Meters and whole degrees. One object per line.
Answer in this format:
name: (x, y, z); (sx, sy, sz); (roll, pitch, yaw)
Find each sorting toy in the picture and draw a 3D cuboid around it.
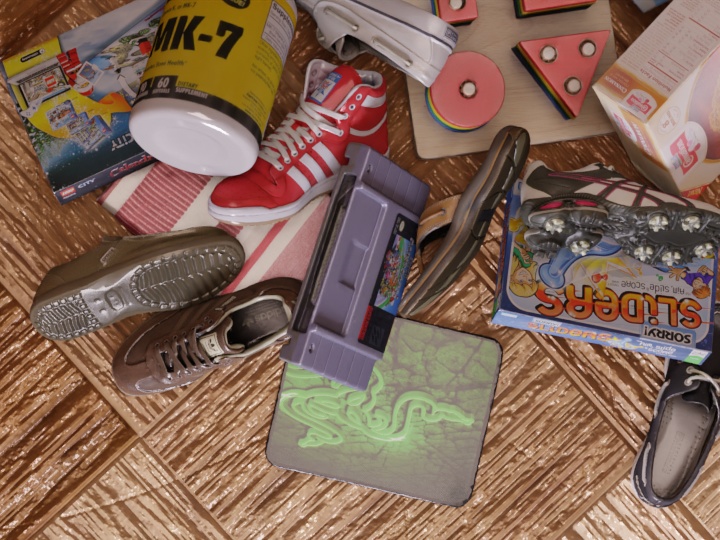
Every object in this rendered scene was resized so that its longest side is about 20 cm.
sorting toy: (0.138, -0.214, 1.673); (0.198, 0.070, 0.201); (-8, 90, -5)

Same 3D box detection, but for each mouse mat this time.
mouse mat: (0.023, 0.122, 1.690); (0.198, 0.008, 0.162); (13, 88, -3)

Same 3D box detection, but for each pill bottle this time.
pill bottle: (-0.119, -0.193, 1.566); (0.113, 0.114, 0.201); (16, 68, -4)

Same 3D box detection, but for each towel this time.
towel: (-0.122, -0.055, 1.674); (0.200, 0.023, 0.144); (39, 88, -1)

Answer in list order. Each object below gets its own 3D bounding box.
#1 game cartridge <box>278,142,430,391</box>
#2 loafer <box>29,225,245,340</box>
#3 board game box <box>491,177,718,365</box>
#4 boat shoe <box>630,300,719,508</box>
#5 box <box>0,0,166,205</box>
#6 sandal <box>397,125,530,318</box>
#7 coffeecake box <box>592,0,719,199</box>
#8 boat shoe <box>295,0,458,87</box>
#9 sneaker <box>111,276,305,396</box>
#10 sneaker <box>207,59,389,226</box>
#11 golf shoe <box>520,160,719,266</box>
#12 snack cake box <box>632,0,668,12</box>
game cartridge: (0.000, 0.000, 1.631); (0.038, 0.129, 0.202); (14, 83, 35)
loafer: (-0.202, -0.002, 1.632); (0.198, 0.076, 0.068); (-16, 47, -2)
board game box: (0.225, 0.001, 1.670); (0.198, 0.035, 0.136); (11, 66, -5)
boat shoe: (0.304, 0.123, 1.685); (0.073, 0.060, 0.201); (25, 87, 0)
box: (-0.208, -0.163, 1.644); (0.199, 0.038, 0.137); (-25, 76, -4)
sandal: (0.085, -0.049, 1.655); (0.054, 0.082, 0.201); (32, 103, 17)
coffeecake box: (0.318, -0.180, 1.641); (0.200, 0.154, 0.073); (-46, 54, -4)
boat shoe: (-0.008, -0.220, 1.636); (0.199, 0.072, 0.066); (25, 89, 19)
sneaker: (-0.138, 0.057, 1.631); (0.199, 0.076, 0.071); (-25, 94, 6)
sneaker: (-0.053, -0.117, 1.603); (0.199, 0.071, 0.113); (-26, 133, -37)
golf shoe: (0.240, -0.059, 1.640); (0.198, 0.077, 0.089); (5, 51, -14)
snack cake box: (0.235, -0.347, 1.640); (0.200, 0.067, 0.115); (46, 56, -16)
